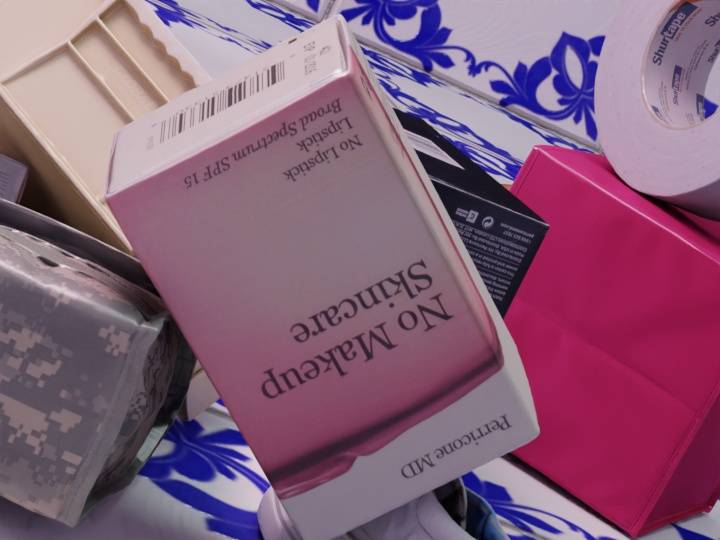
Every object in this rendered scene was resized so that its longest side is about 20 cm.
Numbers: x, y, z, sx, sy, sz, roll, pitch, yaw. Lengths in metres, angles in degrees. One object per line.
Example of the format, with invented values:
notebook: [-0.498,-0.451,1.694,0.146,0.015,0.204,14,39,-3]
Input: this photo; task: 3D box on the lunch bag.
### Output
lunch bag: [-0.169,0.033,1.083,0.163,0.118,0.200,24,4,3]

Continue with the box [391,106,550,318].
box: [0.000,0.000,1.423,0.104,0.183,0.200,20,14,-30]

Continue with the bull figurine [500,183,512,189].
bull figurine: [0.041,0.000,1.637,0.065,0.199,0.121,62,-13,-15]

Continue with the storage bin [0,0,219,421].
storage bin: [-0.127,-0.045,1.224,0.199,0.093,0.200,48,-19,18]

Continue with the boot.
boot: [0.019,0.130,1.113,0.073,0.096,0.200,19,14,-34]

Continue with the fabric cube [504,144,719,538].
fabric cube: [0.188,0.048,1.597,0.199,0.201,0.196,33,12,20]

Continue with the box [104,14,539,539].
box: [-0.017,0.004,1.052,0.201,0.127,0.109,61,7,-19]

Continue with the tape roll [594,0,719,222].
tape roll: [0.252,-0.138,1.546,0.066,0.201,0.200,17,15,-35]

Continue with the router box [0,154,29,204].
router box: [-0.296,-0.064,1.216,0.199,0.049,0.179,23,-11,-19]
